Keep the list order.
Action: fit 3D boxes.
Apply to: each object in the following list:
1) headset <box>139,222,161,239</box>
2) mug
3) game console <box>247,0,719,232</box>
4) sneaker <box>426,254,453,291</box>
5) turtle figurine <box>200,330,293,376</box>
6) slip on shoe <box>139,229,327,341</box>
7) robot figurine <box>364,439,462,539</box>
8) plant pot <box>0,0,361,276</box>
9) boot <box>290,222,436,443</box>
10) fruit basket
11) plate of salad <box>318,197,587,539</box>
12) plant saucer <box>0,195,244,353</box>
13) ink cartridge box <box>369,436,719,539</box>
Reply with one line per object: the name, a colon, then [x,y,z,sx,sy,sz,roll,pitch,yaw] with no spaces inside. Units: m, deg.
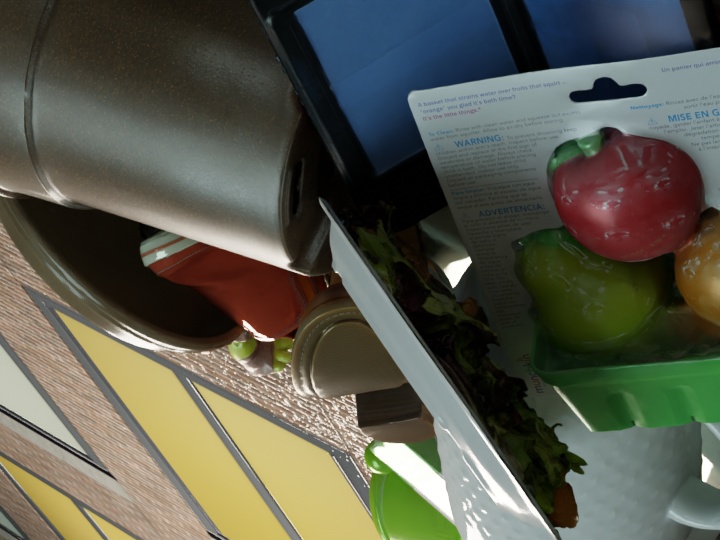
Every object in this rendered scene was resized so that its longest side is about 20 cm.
headset: [-0.089,-0.053,1.249,0.123,0.094,0.200,44,-178,1]
mug: [0.131,0.075,1.091,0.199,0.148,0.176,24,145,31]
game console: [0.063,-0.091,0.912,0.119,0.172,0.200,59,178,46]
sneaker: [0.002,0.017,1.329,0.077,0.079,0.200,25,170,-35]
turtle figurine: [-0.111,0.016,1.436,0.161,0.064,0.200,43,-163,-46]
slip on shoe: [-0.055,0.007,1.190,0.200,0.074,0.061,24,-133,-57]
robot figurine: [0.082,0.162,1.405,0.175,0.116,0.200,37,164,-26]
plant pot: [-0.080,-0.102,1.060,0.198,0.201,0.201,22,154,24]
boot: [0.000,0.000,1.145,0.073,0.155,0.200,-7,158,7]
fruit basket: [0.136,-0.020,0.920,0.184,0.094,0.201,-7,126,21]
plate of salad: [0.045,0.042,0.953,0.200,0.048,0.200,55,-179,-2]
plant saucer: [-0.147,-0.027,1.208,0.200,0.029,0.200,38,-155,-22]
ink cartridge box: [0.120,0.130,1.265,0.200,0.117,0.067,42,159,-1]
